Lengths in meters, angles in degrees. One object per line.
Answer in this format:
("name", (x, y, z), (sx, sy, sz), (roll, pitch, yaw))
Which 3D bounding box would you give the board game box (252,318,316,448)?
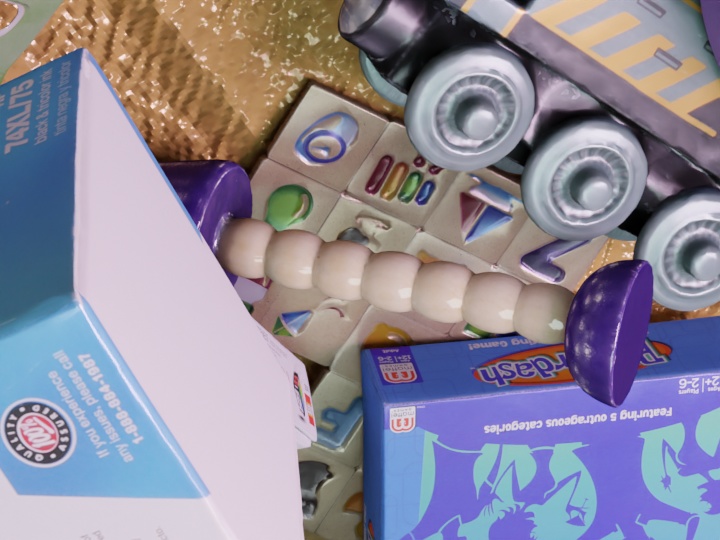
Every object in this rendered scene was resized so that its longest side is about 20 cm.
("board game box", (-0.125, 0.054, 1.045), (0.200, 0.035, 0.126), (-10, 167, 7))

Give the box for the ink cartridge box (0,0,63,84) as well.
("ink cartridge box", (-0.188, -0.046, 0.972), (0.200, 0.059, 0.104), (-48, 164, 24))

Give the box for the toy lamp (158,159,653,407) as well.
("toy lamp", (0.000, 0.000, 1.032), (0.200, 0.058, 0.058), (13, 128, 16))

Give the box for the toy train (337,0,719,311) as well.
("toy train", (0.089, -0.070, 1.034), (0.200, 0.085, 0.114), (30, 103, -27))

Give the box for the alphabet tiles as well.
("alphabet tiles", (0.024, 0.036, 1.122), (0.200, 0.008, 0.167), (25, 112, -22))

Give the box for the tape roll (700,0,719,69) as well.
("tape roll", (0.218, -0.109, 0.983), (0.200, 0.085, 0.200), (-8, 112, -20))

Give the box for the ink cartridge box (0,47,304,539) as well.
("ink cartridge box", (-0.137, 0.061, 0.890), (0.200, 0.146, 0.147), (-23, 121, 10))

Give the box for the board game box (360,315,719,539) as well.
("board game box", (0.077, 0.119, 1.145), (0.152, 0.045, 0.200), (-6, 120, -9))
